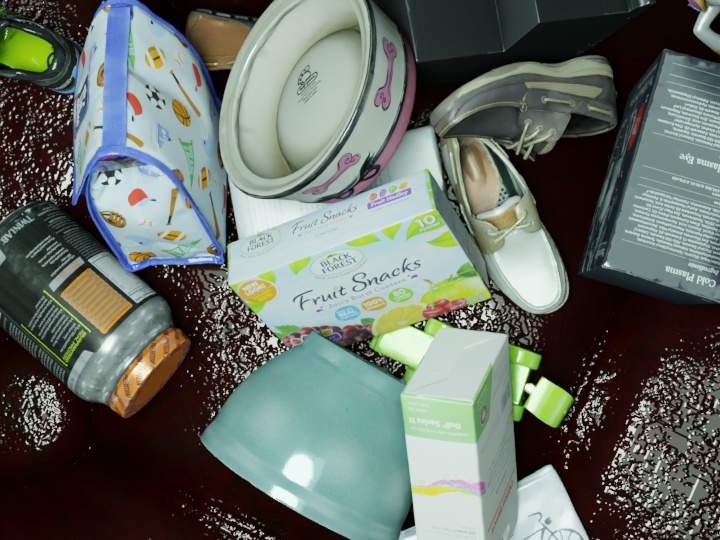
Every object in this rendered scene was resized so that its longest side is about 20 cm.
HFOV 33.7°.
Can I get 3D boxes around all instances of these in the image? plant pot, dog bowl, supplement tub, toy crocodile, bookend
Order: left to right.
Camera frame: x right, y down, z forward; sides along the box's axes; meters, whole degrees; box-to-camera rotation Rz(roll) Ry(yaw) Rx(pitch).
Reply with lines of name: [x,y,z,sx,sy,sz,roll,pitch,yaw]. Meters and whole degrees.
supplement tub: [-0.265,0.038,1.128,0.200,0.123,0.123,41,92,7]
dog bowl: [-0.034,-0.148,1.025,0.199,0.073,0.202,-21,60,43]
plant pot: [-0.024,0.139,1.061,0.199,0.200,0.135,30,87,7]
toy crocodile: [0.104,0.092,1.120,0.198,0.062,0.068,18,90,12]
bookend: [0.116,-0.233,1.030,0.198,0.199,0.093,-10,87,-13]

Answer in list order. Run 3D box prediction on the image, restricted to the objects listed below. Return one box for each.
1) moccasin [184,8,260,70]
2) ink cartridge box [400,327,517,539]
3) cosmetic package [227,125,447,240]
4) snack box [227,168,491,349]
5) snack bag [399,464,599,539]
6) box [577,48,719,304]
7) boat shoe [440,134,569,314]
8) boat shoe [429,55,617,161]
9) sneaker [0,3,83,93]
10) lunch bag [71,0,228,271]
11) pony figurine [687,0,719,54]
moccasin: [-0.074,-0.200,1.142,0.199,0.074,0.079,8,103,3]
ink cartridge box: [0.091,0.167,1.043,0.067,0.117,0.202,4,118,21]
cosmetic package: [-0.017,-0.063,1.128,0.198,0.071,0.103,-11,86,6]
snack box: [0.000,0.000,1.070,0.198,0.142,0.053,-20,48,17]
snack bag: [0.146,0.305,1.121,0.187,0.021,0.202,-25,85,5]
box: [0.269,-0.072,1.031,0.103,0.200,0.184,15,89,5]
boat shoe: [0.130,-0.048,1.112,0.074,0.068,0.201,-31,85,5]
boat shoe: [0.157,-0.142,1.072,0.198,0.075,0.074,-15,75,-25]
sneaker: [-0.362,-0.232,1.169,0.198,0.083,0.071,21,90,7]
lunch bag: [-0.193,-0.119,1.064,0.122,0.200,0.172,-7,63,5]
pony figurine: [0.349,-0.291,1.070,0.200,0.167,0.193,40,100,-9]
